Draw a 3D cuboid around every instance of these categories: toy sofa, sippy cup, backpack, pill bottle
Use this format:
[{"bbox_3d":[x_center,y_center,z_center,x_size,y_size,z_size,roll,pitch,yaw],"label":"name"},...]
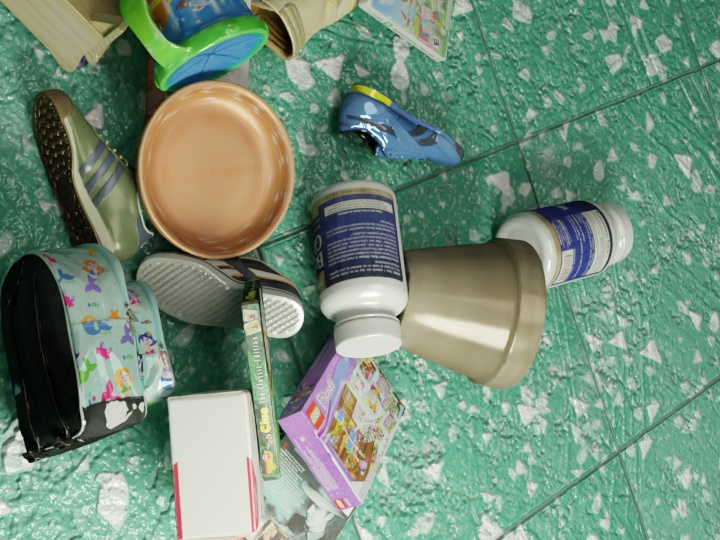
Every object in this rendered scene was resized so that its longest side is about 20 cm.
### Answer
[{"bbox_3d":[-0.344,-0.325,1.222,0.200,0.097,0.083,45,35,-22],"label":"toy sofa"},{"bbox_3d":[-0.188,-0.286,1.222,0.139,0.178,0.131,-27,87,-6],"label":"sippy cup"},{"bbox_3d":[-0.288,0.073,1.137,0.150,0.177,0.202,-15,82,-40],"label":"backpack"},{"bbox_3d":[0.301,-0.040,1.625,0.199,0.115,0.117,-12,90,-37],"label":"pill bottle"},{"bbox_3d":[0.000,0.000,1.372,0.110,0.111,0.202,11,62,-35],"label":"pill bottle"}]

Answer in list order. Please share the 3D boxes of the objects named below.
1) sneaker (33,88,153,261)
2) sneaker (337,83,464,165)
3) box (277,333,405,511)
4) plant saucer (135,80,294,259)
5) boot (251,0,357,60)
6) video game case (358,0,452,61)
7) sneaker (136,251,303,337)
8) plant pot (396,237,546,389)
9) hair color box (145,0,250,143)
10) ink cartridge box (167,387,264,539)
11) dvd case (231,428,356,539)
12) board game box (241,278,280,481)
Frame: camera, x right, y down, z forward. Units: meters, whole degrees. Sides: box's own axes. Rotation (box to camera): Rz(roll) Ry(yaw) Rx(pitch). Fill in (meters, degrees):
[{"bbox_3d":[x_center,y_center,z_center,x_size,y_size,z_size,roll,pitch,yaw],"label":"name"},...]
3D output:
[{"bbox_3d":[-0.291,-0.106,1.233,0.089,0.067,0.202,-23,97,-44],"label":"sneaker"},{"bbox_3d":[0.052,-0.174,1.498,0.199,0.066,0.079,26,80,-31],"label":"sneaker"},{"bbox_3d":[-0.018,0.175,1.353,0.138,0.039,0.200,58,29,-15],"label":"box"},{"bbox_3d":[-0.168,-0.115,1.271,0.199,0.037,0.202,-2,94,-35],"label":"plant saucer"},{"bbox_3d":[-0.102,-0.382,1.402,0.156,0.072,0.201,-47,117,-36],"label":"boot"},{"bbox_3d":[0.072,-0.419,1.543,0.181,0.022,0.202,23,69,-47],"label":"video game case"},{"bbox_3d":[-0.164,0.021,1.301,0.198,0.080,0.079,19,112,-15],"label":"sneaker"},{"bbox_3d":[0.121,0.045,1.452,0.172,0.200,0.202,10,77,-17],"label":"plant pot"},{"bbox_3d":[-0.193,-0.251,1.324,0.110,0.064,0.202,7,80,-34],"label":"hair color box"},{"bbox_3d":[-0.152,0.203,1.199,0.083,0.200,0.146,-4,85,-3],"label":"ink cartridge box"},{"bbox_3d":[-0.097,0.309,1.337,0.146,0.022,0.200,49,60,-21],"label":"dvd case"},{"bbox_3d":[-0.109,0.120,1.235,0.023,0.105,0.202,-7,104,-5],"label":"board game box"}]
